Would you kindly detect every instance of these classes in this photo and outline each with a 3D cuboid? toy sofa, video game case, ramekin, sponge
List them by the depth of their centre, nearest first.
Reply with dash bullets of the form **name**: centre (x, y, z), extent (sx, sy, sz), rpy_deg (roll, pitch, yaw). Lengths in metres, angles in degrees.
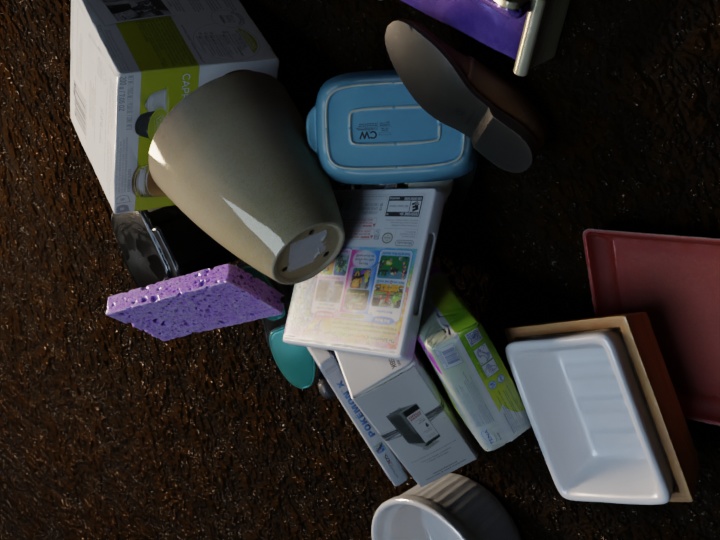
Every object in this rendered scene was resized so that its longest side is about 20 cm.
- **toy sofa**: centre (0.098, -0.270, 1.098), extent (0.200, 0.097, 0.083), rpy_deg (35, 134, 28)
- **video game case**: centre (0.000, 0.000, 1.233), extent (0.200, 0.024, 0.183), rpy_deg (3, 79, 48)
- **video game case**: centre (-0.018, 0.150, 1.361), extent (0.183, 0.022, 0.200), rpy_deg (59, 175, -19)
- **sponge**: centre (-0.208, 0.042, 1.409), extent (0.199, 0.111, 0.030), rpy_deg (-13, 61, 30)
- **ramekin**: centre (0.118, 0.362, 1.460), extent (0.200, 0.098, 0.201), rpy_deg (25, 130, 35)

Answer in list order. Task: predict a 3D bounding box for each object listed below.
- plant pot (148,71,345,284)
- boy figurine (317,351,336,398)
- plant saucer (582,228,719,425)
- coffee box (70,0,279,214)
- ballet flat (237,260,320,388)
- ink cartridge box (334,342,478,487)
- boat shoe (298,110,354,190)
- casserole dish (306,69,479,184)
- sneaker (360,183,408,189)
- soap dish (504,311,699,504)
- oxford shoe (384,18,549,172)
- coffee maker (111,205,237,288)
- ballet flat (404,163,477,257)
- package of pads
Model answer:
- **plant pot**: centre (-0.109, -0.086, 1.249), extent (0.200, 0.187, 0.188), rpy_deg (53, 142, 30)
- **boy figurine**: centre (0.001, 0.101, 1.458), extent (0.125, 0.064, 0.200), rpy_deg (57, 144, 9)
- **plant saucer**: centre (0.323, 0.052, 1.097), extent (0.200, 0.037, 0.200), rpy_deg (8, 118, 46)
- **coffee box**: centre (-0.232, -0.219, 1.369), extent (0.200, 0.197, 0.200), rpy_deg (57, 146, 39)
- **ballet flat**: centre (-0.098, 0.058, 1.470), extent (0.073, 0.073, 0.201), rpy_deg (1, 123, 47)
- **ink cartridge box**: centre (0.046, 0.133, 1.302), extent (0.200, 0.083, 0.147), rpy_deg (56, -172, -42)
- **boat shoe**: centre (-0.047, -0.091, 1.380), extent (0.093, 0.075, 0.201), rpy_deg (21, 126, 48)
- **casserole dish**: centre (0.038, -0.153, 1.190), extent (0.199, 0.039, 0.122), rpy_deg (-1, 95, 8)
- **sneaker**: centre (0.015, -0.132, 1.292), extent (0.108, 0.070, 0.201), rpy_deg (33, 127, 24)
- **soap dish**: centre (0.247, 0.136, 1.139), extent (0.157, 0.081, 0.201), rpy_deg (-11, 104, 50)
- **oxford shoe**: centre (0.109, -0.187, 1.139), extent (0.200, 0.071, 0.071), rpy_deg (43, 145, -2)
- **coffee maker**: centre (-0.199, -0.041, 1.479), extent (0.192, 0.200, 0.135), rpy_deg (47, 140, 16)
- **ballet flat**: centre (0.080, -0.081, 1.255), extent (0.068, 0.068, 0.200), rpy_deg (38, 136, 27)
- **package of pads**: centre (0.108, 0.091, 1.235), extent (0.155, 0.068, 0.200), rpy_deg (60, -179, -24)
